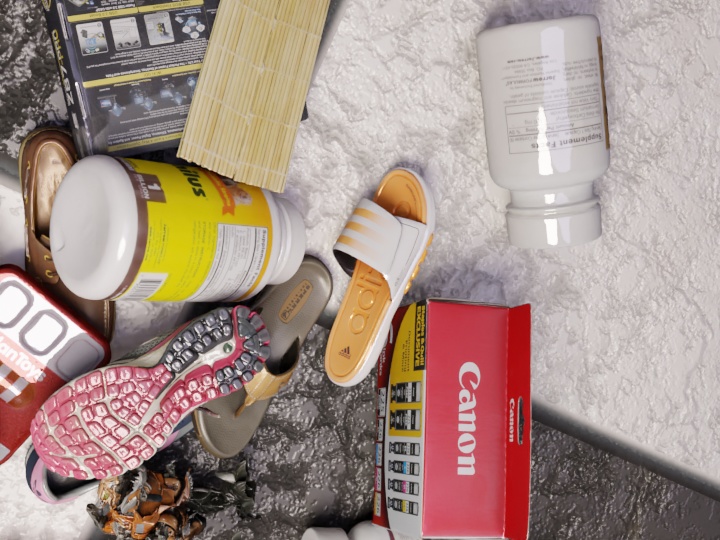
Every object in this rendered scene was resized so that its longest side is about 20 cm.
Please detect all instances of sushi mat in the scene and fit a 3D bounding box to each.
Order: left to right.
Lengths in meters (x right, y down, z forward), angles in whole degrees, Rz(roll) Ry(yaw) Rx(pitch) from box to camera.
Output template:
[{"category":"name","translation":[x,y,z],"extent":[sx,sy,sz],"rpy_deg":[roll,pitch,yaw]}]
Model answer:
[{"category":"sushi mat","translation":[-0.083,-0.170,0.794],"extent":[0.095,0.012,0.202],"rpy_deg":[20,78,-31]}]

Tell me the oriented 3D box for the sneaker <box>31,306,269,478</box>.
[{"category":"sneaker","translation":[-0.164,0.098,0.771],"extent":[0.199,0.075,0.081],"rpy_deg":[-27,96,-13]}]

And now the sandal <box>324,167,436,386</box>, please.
[{"category":"sandal","translation":[0.006,0.002,0.868],"extent":[0.059,0.079,0.209],"rpy_deg":[22,86,-47]}]

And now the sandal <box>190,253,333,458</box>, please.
[{"category":"sandal","translation":[-0.081,0.074,0.862],"extent":[0.082,0.054,0.201],"rpy_deg":[45,71,-29]}]

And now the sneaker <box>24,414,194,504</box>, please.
[{"category":"sneaker","translation":[-0.195,0.142,0.840],"extent":[0.199,0.082,0.071],"rpy_deg":[-32,107,-13]}]

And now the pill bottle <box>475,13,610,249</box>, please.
[{"category":"pill bottle","translation":[0.172,-0.128,0.894],"extent":[0.113,0.114,0.202],"rpy_deg":[-10,102,-15]}]

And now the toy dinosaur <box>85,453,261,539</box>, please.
[{"category":"toy dinosaur","translation":[-0.160,0.219,0.841],"extent":[0.134,0.200,0.103],"rpy_deg":[-6,70,5]}]

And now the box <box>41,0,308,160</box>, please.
[{"category":"box","translation":[-0.149,-0.186,0.797],"extent":[0.199,0.049,0.163],"rpy_deg":[-17,100,-29]}]

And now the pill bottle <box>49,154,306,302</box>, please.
[{"category":"pill bottle","translation":[-0.141,-0.030,0.787],"extent":[0.199,0.109,0.110],"rpy_deg":[3,99,-48]}]

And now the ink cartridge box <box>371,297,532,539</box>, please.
[{"category":"ink cartridge box","translation":[0.077,0.130,0.848],"extent":[0.083,0.175,0.202],"rpy_deg":[5,80,-17]}]

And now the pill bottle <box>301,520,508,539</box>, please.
[{"category":"pill bottle","translation":[0.043,0.298,0.924],"extent":[0.198,0.109,0.111],"rpy_deg":[7,96,-18]}]

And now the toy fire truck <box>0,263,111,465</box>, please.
[{"category":"toy fire truck","translation":[-0.323,0.059,0.768],"extent":[0.168,0.112,0.200],"rpy_deg":[-46,109,-2]}]

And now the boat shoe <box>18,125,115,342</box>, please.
[{"category":"boat shoe","translation":[-0.248,-0.019,0.807],"extent":[0.071,0.068,0.202],"rpy_deg":[-10,101,-15]}]
